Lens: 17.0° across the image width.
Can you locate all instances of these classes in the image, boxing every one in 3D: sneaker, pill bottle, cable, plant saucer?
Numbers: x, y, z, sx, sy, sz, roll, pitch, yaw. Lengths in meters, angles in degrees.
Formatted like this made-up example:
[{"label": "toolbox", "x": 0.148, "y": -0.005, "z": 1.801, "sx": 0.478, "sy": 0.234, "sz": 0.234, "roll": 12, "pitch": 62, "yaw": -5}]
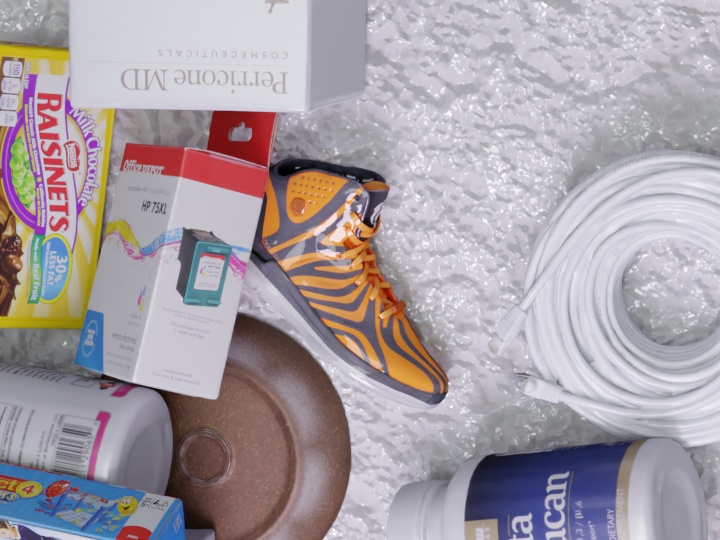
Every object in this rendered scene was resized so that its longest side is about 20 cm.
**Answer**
[{"label": "sneaker", "x": 0.000, "y": 0.000, "z": 1.656, "sx": 0.200, "sy": 0.078, "sz": 0.112, "roll": 40, "pitch": 105, "yaw": 5}, {"label": "pill bottle", "x": -0.241, "y": 0.122, "z": 1.676, "sx": 0.199, "sy": 0.113, "sz": 0.114, "roll": 9, "pitch": 99, "yaw": 17}, {"label": "cable", "x": 0.209, "y": 0.019, "z": 1.615, "sx": 0.199, "sy": 0.069, "sz": 0.200, "roll": 27, "pitch": 102, "yaw": 7}, {"label": "plant saucer", "x": -0.107, "y": 0.130, "z": 1.719, "sx": 0.200, "sy": 0.037, "sz": 0.201, "roll": 1, "pitch": 96, "yaw": 13}, {"label": "pill bottle", "x": 0.123, "y": 0.176, "z": 1.623, "sx": 0.199, "sy": 0.111, "sz": 0.112, "roll": -9, "pitch": 95, "yaw": 29}]

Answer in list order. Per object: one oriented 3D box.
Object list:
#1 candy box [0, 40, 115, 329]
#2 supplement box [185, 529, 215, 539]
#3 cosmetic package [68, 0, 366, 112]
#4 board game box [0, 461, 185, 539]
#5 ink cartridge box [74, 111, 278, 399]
[{"label": "candy box", "x": -0.227, "y": -0.058, "z": 1.696, "sx": 0.026, "sy": 0.102, "sz": 0.201, "roll": 20, "pitch": 106, "yaw": 54}, {"label": "supplement box", "x": -0.153, "y": 0.284, "z": 1.716, "sx": 0.108, "sy": 0.061, "sz": 0.201, "roll": 1, "pitch": 107, "yaw": 17}, {"label": "cosmetic package", "x": -0.091, "y": -0.211, "z": 1.605, "sx": 0.167, "sy": 0.166, "sz": 0.201, "roll": 2, "pitch": 99, "yaw": 12}, {"label": "board game box", "x": -0.213, "y": 0.228, "z": 1.627, "sx": 0.195, "sy": 0.056, "sz": 0.201, "roll": 10, "pitch": 125, "yaw": 16}, {"label": "ink cartridge box", "x": -0.125, "y": -0.021, "z": 1.640, "sx": 0.067, "sy": 0.116, "sz": 0.201, "roll": 14, "pitch": 87, "yaw": -27}]
